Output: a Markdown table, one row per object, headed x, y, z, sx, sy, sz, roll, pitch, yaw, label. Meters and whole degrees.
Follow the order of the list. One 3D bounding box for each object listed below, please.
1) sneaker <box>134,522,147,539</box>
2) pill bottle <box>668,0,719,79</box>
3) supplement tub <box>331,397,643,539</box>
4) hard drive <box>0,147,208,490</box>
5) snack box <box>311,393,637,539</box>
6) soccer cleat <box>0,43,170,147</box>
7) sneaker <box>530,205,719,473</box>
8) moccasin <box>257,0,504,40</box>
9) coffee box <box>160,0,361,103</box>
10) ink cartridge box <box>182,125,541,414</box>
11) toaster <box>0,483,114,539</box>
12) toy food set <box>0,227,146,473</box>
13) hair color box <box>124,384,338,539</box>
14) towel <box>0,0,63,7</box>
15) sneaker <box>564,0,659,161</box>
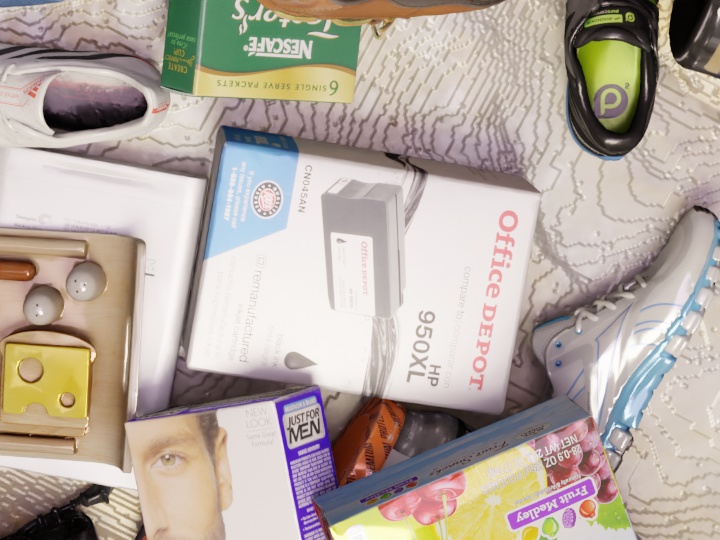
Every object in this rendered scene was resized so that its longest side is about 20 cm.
| x | y | z | sx | sy | sz | roll | pitch | yaw | label |
| --- | --- | --- | --- | --- | --- | --- | --- | --- | --- |
| -0.064 | 0.221 | 1.703 | 0.112 | 0.078 | 0.200 | -41 | 90 | 6 | sneaker |
| 0.299 | -0.150 | 1.651 | 0.200 | 0.112 | 0.112 | 16 | 97 | -8 | pill bottle |
| 0.069 | 0.169 | 1.675 | 0.200 | 0.123 | 0.123 | 33 | 95 | -10 | supplement tub |
| -0.176 | 0.029 | 1.673 | 0.132 | 0.027 | 0.200 | 10 | 98 | 0 | hard drive |
| 0.086 | 0.198 | 1.581 | 0.169 | 0.068 | 0.200 | -23 | 105 | -6 | snack box |
| -0.214 | -0.106 | 1.624 | 0.200 | 0.085 | 0.069 | 2 | 99 | -6 | soccer cleat |
| 0.156 | 0.042 | 1.691 | 0.087 | 0.075 | 0.200 | 29 | 95 | -3 | sneaker |
| 0.018 | -0.177 | 1.606 | 0.201 | 0.078 | 0.074 | -20 | 97 | -45 | moccasin |
| -0.051 | -0.201 | 1.620 | 0.123 | 0.044 | 0.200 | 2 | 100 | -37 | coffee box |
| 0.000 | 0.000 | 1.661 | 0.200 | 0.084 | 0.145 | 9 | 98 | -7 | ink cartridge box |
| -0.219 | 0.236 | 1.633 | 0.200 | 0.181 | 0.119 | -23 | 103 | 0 | toaster |
| -0.231 | 0.047 | 1.633 | 0.200 | 0.060 | 0.144 | 4 | 97 | 4 | toy food set |
| -0.065 | 0.176 | 1.613 | 0.109 | 0.065 | 0.200 | -10 | 91 | 29 | hair color box |
| -0.168 | -0.212 | 1.578 | 0.200 | 0.049 | 0.112 | -2 | 109 | 30 | towel |
| 0.157 | -0.166 | 1.650 | 0.071 | 0.083 | 0.200 | -4 | 99 | -5 | sneaker |
